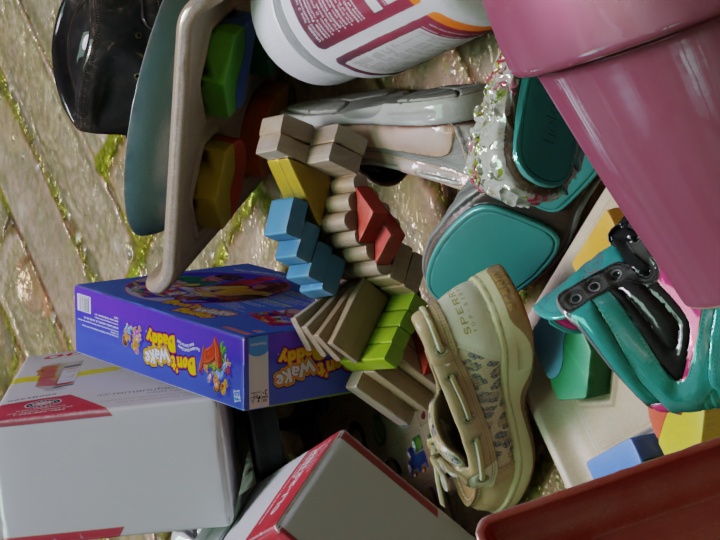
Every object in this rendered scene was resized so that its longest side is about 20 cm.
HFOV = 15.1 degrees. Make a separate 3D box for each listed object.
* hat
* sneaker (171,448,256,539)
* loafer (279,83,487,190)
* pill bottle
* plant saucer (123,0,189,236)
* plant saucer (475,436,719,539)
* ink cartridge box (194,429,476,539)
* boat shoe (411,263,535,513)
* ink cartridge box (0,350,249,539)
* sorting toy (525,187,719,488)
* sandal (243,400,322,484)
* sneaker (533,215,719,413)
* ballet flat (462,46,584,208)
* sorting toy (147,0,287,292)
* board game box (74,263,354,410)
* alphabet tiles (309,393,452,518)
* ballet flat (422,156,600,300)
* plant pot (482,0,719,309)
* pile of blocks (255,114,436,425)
[{"bbox_3d":[-0.170,-0.149,1.902,0.200,0.081,0.201,22,116,56],"label":"hat"},{"bbox_3d":[-0.093,0.124,1.856,0.081,0.075,0.201,-11,90,48],"label":"sneaker"},{"bbox_3d":[0.016,-0.074,1.608,0.200,0.072,0.063,2,106,58],"label":"loafer"},{"bbox_3d":[0.020,-0.170,1.529,0.200,0.109,0.110,-18,81,60],"label":"pill bottle"},{"bbox_3d":[-0.106,-0.116,1.742,0.200,0.027,0.201,14,-90,-81],"label":"plant saucer"},{"bbox_3d":[0.178,0.178,1.259,0.037,0.199,0.200,97,152,-58],"label":"plant saucer"},{"bbox_3d":[-0.019,0.195,1.647,0.144,0.084,0.200,40,148,-8],"label":"ink cartridge box"},{"bbox_3d":[0.058,0.072,1.527,0.200,0.063,0.073,86,161,-49],"label":"boat shoe"},{"bbox_3d":[-0.150,0.104,1.719,0.200,0.145,0.084,-90,-7,-80],"label":"ink cartridge box"},{"bbox_3d":[0.147,0.057,1.433,0.186,0.036,0.200,66,147,26],"label":"sorting toy"},{"bbox_3d":[-0.048,0.105,1.738,0.200,0.048,0.076,135,125,-86],"label":"sandal"},{"bbox_3d":[0.138,-0.015,1.343,0.084,0.120,0.201,35,-145,-69],"label":"sneaker"},{"bbox_3d":[0.094,-0.124,1.382,0.064,0.076,0.201,-13,53,60],"label":"ballet flat"},{"bbox_3d":[-0.078,-0.104,1.683,0.036,0.185,0.201,15,116,10],"label":"sorting toy"},{"bbox_3d":[-0.071,0.038,1.686,0.200,0.134,0.045,15,108,54],"label":"board game box"},{"bbox_3d":[0.009,0.081,1.717,0.166,0.006,0.201,-40,62,57],"label":"alphabet tiles"},{"bbox_3d":[0.096,-0.049,1.486,0.200,0.067,0.064,-53,14,51],"label":"ballet flat"},{"bbox_3d":[0.173,-0.088,1.216,0.200,0.200,0.179,-8,105,61],"label":"plant pot"},{"bbox_3d":[0.000,0.000,1.576,0.062,0.082,0.200,-8,117,54],"label":"pile of blocks"}]
